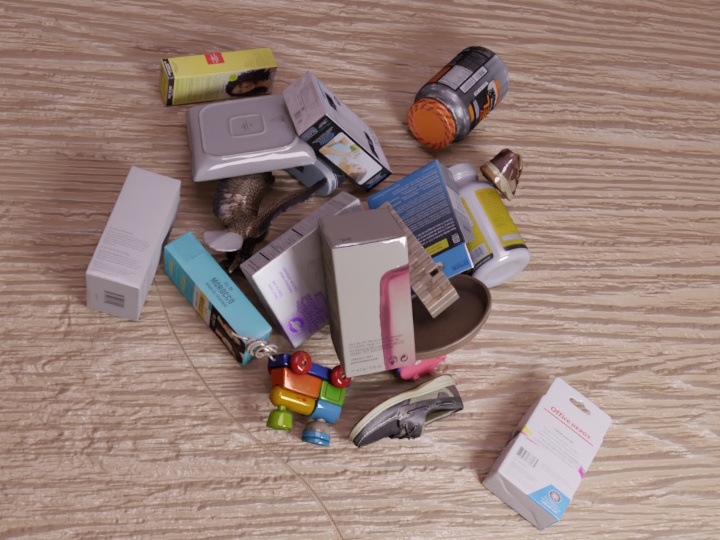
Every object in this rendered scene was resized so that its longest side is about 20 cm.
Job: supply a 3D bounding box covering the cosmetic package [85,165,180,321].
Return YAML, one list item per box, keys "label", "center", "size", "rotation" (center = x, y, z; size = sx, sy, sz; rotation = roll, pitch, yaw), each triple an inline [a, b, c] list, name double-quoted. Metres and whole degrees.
- label: "cosmetic package"
  center: [-0.338, -0.041, 1.307]
  size: [0.084, 0.108, 0.202]
  rotation: [16, 56, -6]

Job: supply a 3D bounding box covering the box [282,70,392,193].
- label: "box"
  center: [-0.036, -0.229, 1.455]
  size: [0.200, 0.060, 0.117]
  rotation: [36, 26, -47]

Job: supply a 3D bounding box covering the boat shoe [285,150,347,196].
- label: "boat shoe"
  center: [-0.105, -0.213, 1.498]
  size: [0.199, 0.074, 0.068]
  rotation: [38, 49, 15]

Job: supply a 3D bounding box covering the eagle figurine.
- label: "eagle figurine"
  center: [-0.159, -0.085, 1.362]
  size: [0.150, 0.151, 0.202]
  rotation: [24, 86, -21]

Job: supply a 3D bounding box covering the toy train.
- label: "toy train"
  center: [-0.112, 0.173, 1.241]
  size: [0.198, 0.084, 0.117]
  rotation: [23, 67, -30]

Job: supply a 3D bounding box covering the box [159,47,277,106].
- label: "box"
  center: [-0.249, -0.341, 1.529]
  size: [0.198, 0.075, 0.051]
  rotation: [-12, 63, -22]

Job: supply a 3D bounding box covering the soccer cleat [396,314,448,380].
- label: "soccer cleat"
  center: [0.119, 0.103, 1.394]
  size: [0.199, 0.067, 0.076]
  rotation: [-35, 55, -29]

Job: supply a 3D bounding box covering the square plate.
- label: "square plate"
  center: [-0.184, -0.227, 1.417]
  size: [0.195, 0.029, 0.201]
  rotation: [-10, 45, -7]

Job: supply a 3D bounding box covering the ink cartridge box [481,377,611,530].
- label: "ink cartridge box"
  center: [0.288, 0.277, 1.335]
  size: [0.115, 0.068, 0.200]
  rotation: [37, 58, 6]

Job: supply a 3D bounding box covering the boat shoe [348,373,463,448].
- label: "boat shoe"
  center: [0.074, 0.218, 1.301]
  size: [0.198, 0.074, 0.065]
  rotation: [-24, 64, -28]

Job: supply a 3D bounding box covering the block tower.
- label: "block tower"
  center: [0.074, -0.023, 1.363]
  size: [0.058, 0.054, 0.201]
  rotation: [-38, 59, 0]

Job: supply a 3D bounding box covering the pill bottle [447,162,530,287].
- label: "pill bottle"
  center: [0.200, -0.079, 1.490]
  size: [0.111, 0.112, 0.202]
  rotation: [-14, 66, -23]

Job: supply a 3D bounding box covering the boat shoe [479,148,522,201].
- label: "boat shoe"
  center: [0.257, -0.175, 1.522]
  size: [0.072, 0.200, 0.072]
  rotation: [-46, 77, 9]

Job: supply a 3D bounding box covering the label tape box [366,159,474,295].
- label: "label tape box"
  center: [0.105, -0.059, 1.432]
  size: [0.066, 0.142, 0.202]
  rotation: [26, 42, -57]

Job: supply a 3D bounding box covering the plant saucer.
- label: "plant saucer"
  center: [0.111, 0.074, 1.361]
  size: [0.198, 0.030, 0.201]
  rotation: [-15, 30, 9]

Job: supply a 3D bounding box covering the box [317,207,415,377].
- label: "box"
  center: [0.009, 0.029, 1.246]
  size: [0.108, 0.202, 0.128]
  rotation: [-9, 24, -9]

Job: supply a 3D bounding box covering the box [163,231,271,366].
- label: "box"
  center: [-0.217, 0.043, 1.309]
  size: [0.049, 0.083, 0.200]
  rotation: [-35, 75, -27]

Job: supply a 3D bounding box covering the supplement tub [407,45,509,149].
- label: "supplement tub"
  center: [0.180, -0.318, 1.618]
  size: [0.122, 0.123, 0.200]
  rotation: [39, 58, 8]

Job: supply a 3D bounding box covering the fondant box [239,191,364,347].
- label: "fondant box"
  center: [-0.062, -0.002, 1.318]
  size: [0.199, 0.145, 0.058]
  rotation: [-36, 31, -13]
